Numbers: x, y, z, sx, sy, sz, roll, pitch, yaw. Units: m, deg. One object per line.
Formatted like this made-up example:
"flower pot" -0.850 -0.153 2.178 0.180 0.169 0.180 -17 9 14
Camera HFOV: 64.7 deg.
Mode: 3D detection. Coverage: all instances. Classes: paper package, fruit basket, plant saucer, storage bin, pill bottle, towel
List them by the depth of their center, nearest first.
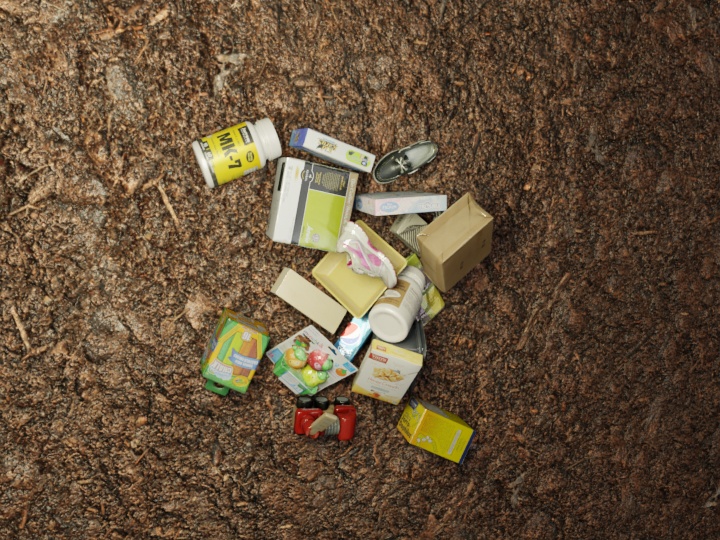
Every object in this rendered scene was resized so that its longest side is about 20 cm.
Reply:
"pill bottle" -0.298 -0.289 1.379 0.195 0.114 0.118 -25 107 -13
"paper package" 0.250 -0.069 1.485 0.189 0.104 0.201 -40 154 -7
"fruit basket" -0.132 0.246 1.494 0.185 0.197 0.095 45 41 -20
"pill bottle" 0.105 0.082 1.515 0.116 0.112 0.202 54 41 -19
"plant saucer" 0.000 0.000 1.522 0.201 0.199 0.049 -47 155 -4
"storage bin" 0.092 0.225 1.579 0.129 0.149 0.204 5 136 -9
"towel" 0.153 0.069 1.646 0.142 0.023 0.203 -35 109 -9

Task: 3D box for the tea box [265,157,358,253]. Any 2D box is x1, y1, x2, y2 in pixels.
"tea box" -0.126 -0.167 1.449 0.190 0.133 0.207 10 97 -19

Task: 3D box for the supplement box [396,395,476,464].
"supplement box" 0.226 0.475 1.696 0.196 0.109 0.112 27 91 -20

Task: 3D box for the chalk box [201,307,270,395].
"chalk box" -0.330 0.223 1.452 0.122 0.124 0.205 24 91 -20

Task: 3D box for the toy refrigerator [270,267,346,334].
"toy refrigerator" -0.139 0.081 1.524 0.198 0.070 0.077 37 80 -21

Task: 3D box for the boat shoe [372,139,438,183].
"boat shoe" 0.123 -0.300 1.550 0.197 0.060 0.077 -35 109 -10

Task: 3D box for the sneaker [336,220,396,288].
"sneaker" 0.011 -0.024 1.422 0.088 0.081 0.200 -44 102 -6

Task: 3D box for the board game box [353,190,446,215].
"board game box" 0.098 -0.179 1.489 0.193 0.199 0.045 -6 102 -17

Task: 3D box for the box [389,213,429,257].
"box" 0.180 -0.082 1.603 0.198 0.068 0.083 37 87 -20

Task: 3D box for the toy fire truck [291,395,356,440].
"toy fire truck" -0.084 0.405 1.528 0.170 0.200 0.134 5 99 -19

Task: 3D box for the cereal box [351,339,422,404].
"cereal box" 0.068 0.274 1.515 0.139 0.040 0.203 17 135 -5

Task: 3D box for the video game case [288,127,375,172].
"video game case" -0.075 -0.297 1.407 0.176 0.200 0.047 19 96 -20

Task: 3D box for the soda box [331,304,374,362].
"soda box" -0.014 0.181 1.573 0.063 0.068 0.203 35 87 9

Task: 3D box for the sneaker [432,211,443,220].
"sneaker" 0.280 -0.116 1.642 0.200 0.077 0.081 46 65 -25
